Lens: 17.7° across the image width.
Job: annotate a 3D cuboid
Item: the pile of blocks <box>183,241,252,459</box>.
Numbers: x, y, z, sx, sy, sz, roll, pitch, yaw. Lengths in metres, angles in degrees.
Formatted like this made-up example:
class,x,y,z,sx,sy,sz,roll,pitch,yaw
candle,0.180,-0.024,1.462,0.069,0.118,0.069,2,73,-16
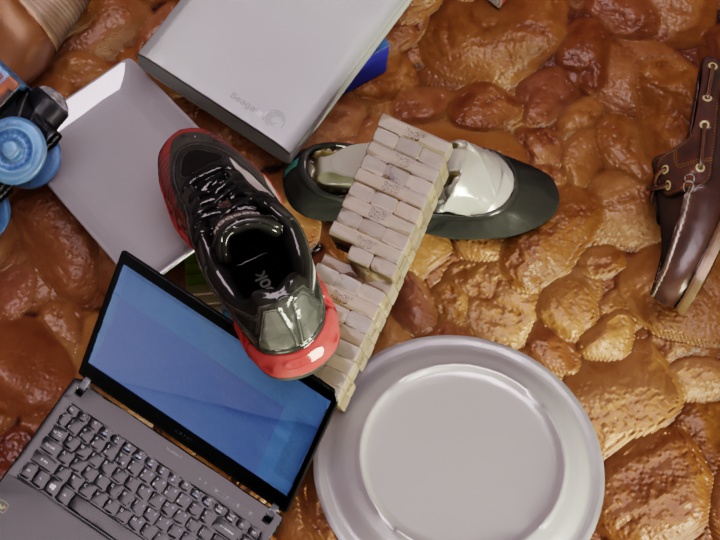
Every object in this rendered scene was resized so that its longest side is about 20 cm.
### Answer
class,x,y,z,sx,sy,sz,roll,pitch,yaw
pile of blocks,-0.102,0.030,1.579,0.062,0.082,0.201,-5,70,-6

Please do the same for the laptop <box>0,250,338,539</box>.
class,x,y,z,sx,sy,sz,roll,pitch,yaw
laptop,-0.138,0.127,1.520,0.177,0.103,0.200,33,76,11

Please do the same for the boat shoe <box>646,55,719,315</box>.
class,x,y,z,sx,sy,sz,roll,pitch,yaw
boat shoe,0.238,-0.063,1.643,0.070,0.070,0.201,26,61,-1

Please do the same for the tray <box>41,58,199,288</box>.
class,x,y,z,sx,sy,sz,roll,pitch,yaw
tray,-0.155,-0.065,1.605,0.107,0.022,0.200,-35,48,-11

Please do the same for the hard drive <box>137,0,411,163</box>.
class,x,y,z,sx,sy,sz,roll,pitch,yaw
hard drive,-0.048,-0.189,1.650,0.132,0.026,0.200,33,70,9

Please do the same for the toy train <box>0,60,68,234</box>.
class,x,y,z,sx,sy,sz,roll,pitch,yaw
toy train,-0.292,-0.065,1.583,0.114,0.087,0.200,43,91,3

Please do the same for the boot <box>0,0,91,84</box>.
class,x,y,z,sx,sy,sz,roll,pitch,yaw
boot,-0.309,-0.200,1.661,0.200,0.074,0.155,37,76,13

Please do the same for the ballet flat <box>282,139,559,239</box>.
class,x,y,z,sx,sy,sz,roll,pitch,yaw
ballet flat,0.045,-0.060,1.629,0.199,0.068,0.068,0,67,-4

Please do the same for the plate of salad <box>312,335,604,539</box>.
class,x,y,z,sx,sy,sz,roll,pitch,yaw
plate of salad,0.066,0.137,1.568,0.199,0.048,0.201,3,60,-5

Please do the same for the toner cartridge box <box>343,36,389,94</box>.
class,x,y,z,sx,sy,sz,roll,pitch,yaw
toner cartridge box,-0.070,-0.212,1.693,0.095,0.043,0.200,-29,74,-15

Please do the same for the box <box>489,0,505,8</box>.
class,x,y,z,sx,sy,sz,roll,pitch,yaw
box,0.100,-0.292,1.650,0.102,0.200,0.095,39,71,10

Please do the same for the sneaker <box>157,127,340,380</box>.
class,x,y,z,sx,sy,sz,roll,pitch,yaw
sneaker,-0.078,-0.028,1.478,0.071,0.098,0.201,-27,58,-5

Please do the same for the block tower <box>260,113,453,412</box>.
class,x,y,z,sx,sy,sz,roll,pitch,yaw
block tower,0.000,0.000,1.557,0.054,0.058,0.201,23,83,9
